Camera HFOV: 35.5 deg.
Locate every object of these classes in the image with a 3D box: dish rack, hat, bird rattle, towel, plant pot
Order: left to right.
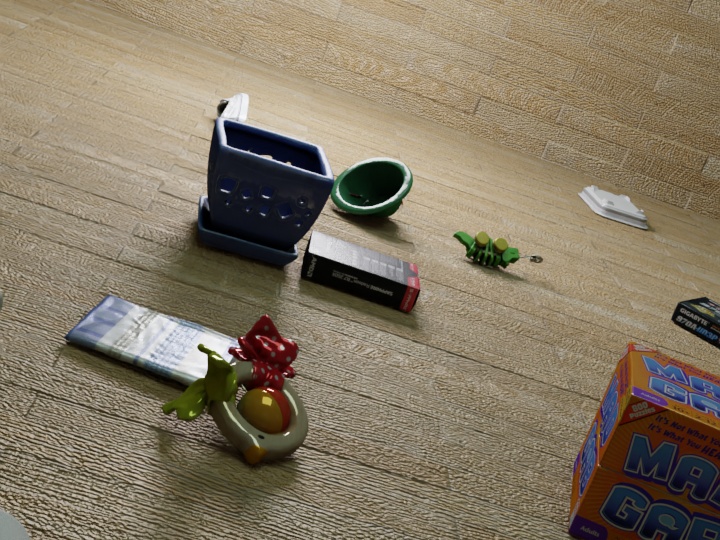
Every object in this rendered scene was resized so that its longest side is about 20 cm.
[{"bbox_3d":[-0.257,0.094,1.432,0.199,0.024,0.147,19,21,3],"label":"towel"},{"bbox_3d":[-0.129,0.152,1.325,0.163,0.113,0.200,53,24,15],"label":"bird rattle"},{"bbox_3d":[-0.171,-0.127,1.883,0.199,0.181,0.200,16,19,-14],"label":"plant pot"},{"bbox_3d":[0.045,-0.122,2.346,0.200,0.177,0.166,-33,47,-20],"label":"hat"},{"bbox_3d":[0.716,-0.185,3.167,0.171,0.044,0.200,15,18,-12],"label":"dish rack"}]

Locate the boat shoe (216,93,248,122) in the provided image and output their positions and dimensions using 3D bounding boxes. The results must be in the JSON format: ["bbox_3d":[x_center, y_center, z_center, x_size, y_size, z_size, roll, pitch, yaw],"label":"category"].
[{"bbox_3d":[-0.298,-0.371,2.588,0.065,0.074,0.200,20,17,-14],"label":"boat shoe"}]

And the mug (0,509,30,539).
[{"bbox_3d":[-0.299,0.276,0.768,0.149,0.186,0.153,47,5,-45],"label":"mug"}]

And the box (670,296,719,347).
[{"bbox_3d":[0.775,0.125,2.369,0.200,0.046,0.159,32,22,33],"label":"box"}]

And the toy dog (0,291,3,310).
[{"bbox_3d":[-0.487,0.032,1.265,0.200,0.132,0.096,34,-16,24],"label":"toy dog"}]

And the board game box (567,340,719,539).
[{"bbox_3d":[0.393,0.243,1.416,0.199,0.201,0.200,22,19,6],"label":"board game box"}]

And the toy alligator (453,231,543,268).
[{"bbox_3d":[0.279,-0.029,2.282,0.199,0.059,0.055,17,61,-12],"label":"toy alligator"}]

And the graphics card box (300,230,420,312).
[{"bbox_3d":[0.000,0.000,1.911,0.199,0.051,0.126,19,19,-7],"label":"graphics card box"}]
